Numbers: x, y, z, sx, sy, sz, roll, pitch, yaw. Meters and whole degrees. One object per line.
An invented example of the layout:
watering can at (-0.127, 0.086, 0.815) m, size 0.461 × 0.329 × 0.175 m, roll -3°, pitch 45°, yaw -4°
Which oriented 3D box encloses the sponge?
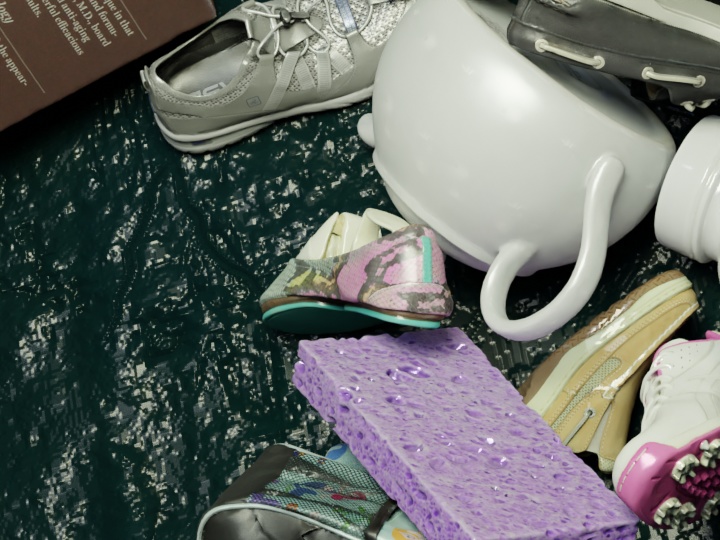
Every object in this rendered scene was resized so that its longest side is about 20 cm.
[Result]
sponge at (0.055, 0.097, 1.440) m, size 0.200 × 0.111 × 0.030 m, roll 46°, pitch 130°, yaw 47°

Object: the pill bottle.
pill bottle at (0.272, -0.014, 1.491) m, size 0.199 × 0.112 × 0.113 m, roll 24°, pitch 79°, yaw 23°

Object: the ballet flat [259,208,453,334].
ballet flat at (0.000, 0.000, 1.544) m, size 0.069 × 0.200 × 0.072 m, roll 10°, pitch 84°, yaw -23°

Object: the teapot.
teapot at (0.079, -0.063, 1.541) m, size 0.197 × 0.200 × 0.146 m, roll 38°, pitch 104°, yaw 9°

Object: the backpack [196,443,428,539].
backpack at (0.018, 0.198, 1.452) m, size 0.199 × 0.150 × 0.178 m, roll 17°, pitch 119°, yaw 26°

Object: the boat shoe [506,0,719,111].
boat shoe at (0.174, -0.123, 1.481) m, size 0.061 × 0.199 × 0.074 m, roll -65°, pitch 27°, yaw 16°

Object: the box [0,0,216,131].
box at (-0.223, -0.214, 1.666) m, size 0.199 × 0.164 × 0.166 m, roll -28°, pitch 38°, yaw 6°

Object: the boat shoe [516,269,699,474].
boat shoe at (0.129, 0.087, 1.530) m, size 0.200 × 0.072 × 0.076 m, roll -43°, pitch 76°, yaw 9°

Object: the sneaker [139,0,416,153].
sneaker at (-0.045, -0.138, 1.653) m, size 0.199 × 0.082 × 0.075 m, roll -28°, pitch 64°, yaw 6°

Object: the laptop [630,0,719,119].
laptop at (0.281, -0.168, 1.546) m, size 0.199 × 0.103 × 0.178 m, roll 17°, pitch 73°, yaw -8°

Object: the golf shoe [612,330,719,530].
golf shoe at (0.180, 0.084, 1.448) m, size 0.091 × 0.200 × 0.076 m, roll 37°, pitch 117°, yaw 23°
